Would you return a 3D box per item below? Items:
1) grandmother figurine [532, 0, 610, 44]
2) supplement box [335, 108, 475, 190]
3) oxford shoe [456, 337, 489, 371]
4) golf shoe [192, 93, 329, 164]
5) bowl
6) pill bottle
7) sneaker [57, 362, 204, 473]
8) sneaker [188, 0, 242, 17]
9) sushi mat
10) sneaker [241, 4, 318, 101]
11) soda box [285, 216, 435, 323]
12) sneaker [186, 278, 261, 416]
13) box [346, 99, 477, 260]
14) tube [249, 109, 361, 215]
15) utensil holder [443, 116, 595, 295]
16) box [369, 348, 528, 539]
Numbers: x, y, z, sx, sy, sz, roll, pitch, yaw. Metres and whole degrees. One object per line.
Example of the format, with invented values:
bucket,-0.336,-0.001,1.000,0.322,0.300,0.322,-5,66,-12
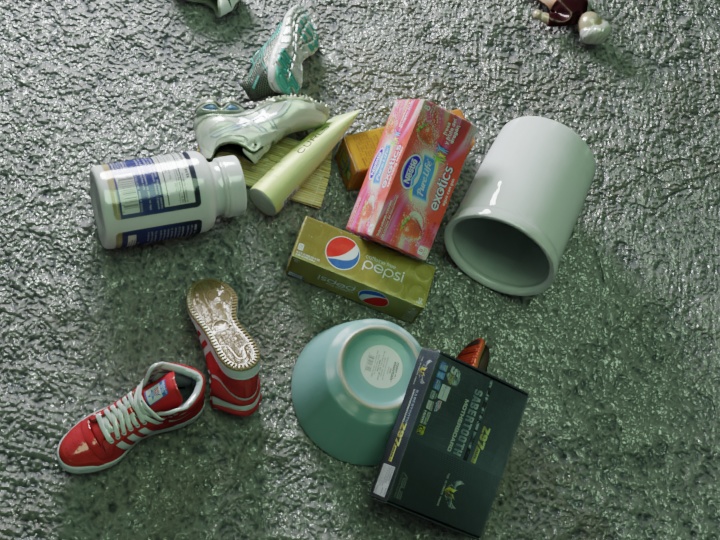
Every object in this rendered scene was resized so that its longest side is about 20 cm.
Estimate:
grandmother figurine,0.327,-0.443,1.928,0.200,0.061,0.121,43,72,9
supplement box,0.066,-0.178,1.733,0.197,0.067,0.070,-17,71,-22
oxford shoe,0.145,0.191,1.597,0.072,0.071,0.203,28,68,-20
golf shoe,-0.138,-0.194,1.672,0.196,0.078,0.099,-5,71,-8
bowl,0.013,0.145,1.552,0.197,0.105,0.204,5,66,-12
pill bottle,-0.258,-0.100,1.586,0.197,0.111,0.113,-11,69,-19
sneaker,-0.279,0.177,1.445,0.198,0.113,0.072,-25,74,-24
sneaker,-0.264,-0.458,1.766,0.199,0.074,0.089,36,60,3
sushi mat,-0.140,-0.159,1.699,0.197,0.012,0.097,17,62,-8
sneaker,-0.124,-0.322,1.743,0.078,0.090,0.201,56,33,-29
soda box,0.000,0.000,1.636,0.197,0.064,0.069,22,63,-5
sneaker,-0.181,0.105,1.548,0.070,0.114,0.201,-12,40,-17
box,0.070,-0.129,1.640,0.094,0.102,0.203,22,89,-23
tube,-0.079,-0.162,1.676,0.058,0.052,0.200,30,63,23
utensil holder,0.233,-0.096,1.685,0.168,0.170,0.202,29,61,0
box,0.116,0.222,1.501,0.156,0.051,0.203,26,80,-27
